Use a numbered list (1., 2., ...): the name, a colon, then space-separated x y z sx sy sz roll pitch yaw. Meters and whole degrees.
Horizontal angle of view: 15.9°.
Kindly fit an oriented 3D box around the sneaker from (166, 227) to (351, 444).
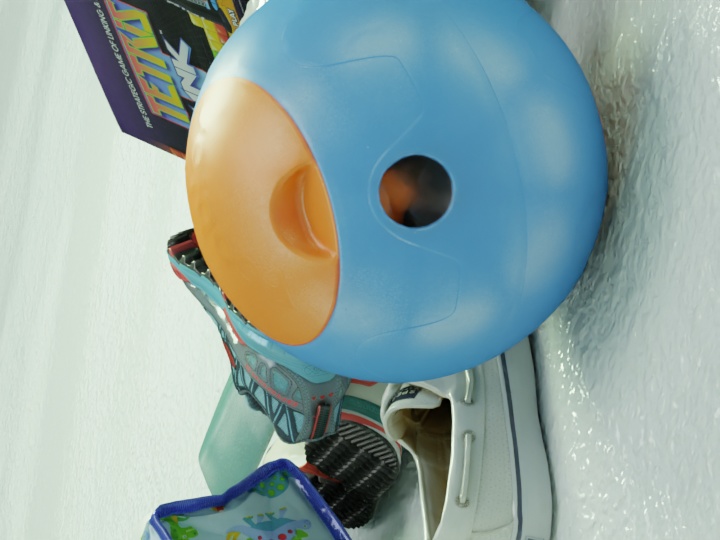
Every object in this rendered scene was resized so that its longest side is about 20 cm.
1. sneaker: -0.058 0.034 1.433 0.200 0.079 0.096 -126 31 -64

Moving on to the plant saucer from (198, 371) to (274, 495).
1. plant saucer: -0.060 0.060 1.634 0.200 0.036 0.200 -157 90 -87

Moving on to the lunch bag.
1. lunch bag: -0.049 0.237 1.472 0.200 0.127 0.170 56 145 24

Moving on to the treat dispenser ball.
1. treat dispenser ball: 0.017 -0.047 1.219 0.201 0.201 0.201 -172 90 -75

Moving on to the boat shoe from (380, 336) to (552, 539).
1. boat shoe: 0.046 0.068 1.303 0.071 0.070 0.200 113 158 -44

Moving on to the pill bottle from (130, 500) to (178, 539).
1. pill bottle: -0.106 0.244 1.687 0.200 0.112 0.112 -104 27 -54

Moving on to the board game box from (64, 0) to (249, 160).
1. board game box: -0.098 -0.139 1.547 0.057 0.165 0.200 -50 -36 -25

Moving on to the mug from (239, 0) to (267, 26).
1. mug: 0.007 -0.133 1.413 0.200 0.148 0.175 -91 19 -62

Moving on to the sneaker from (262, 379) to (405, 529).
1. sneaker: -0.003 0.087 1.510 0.093 0.070 0.200 -65 4 -21
